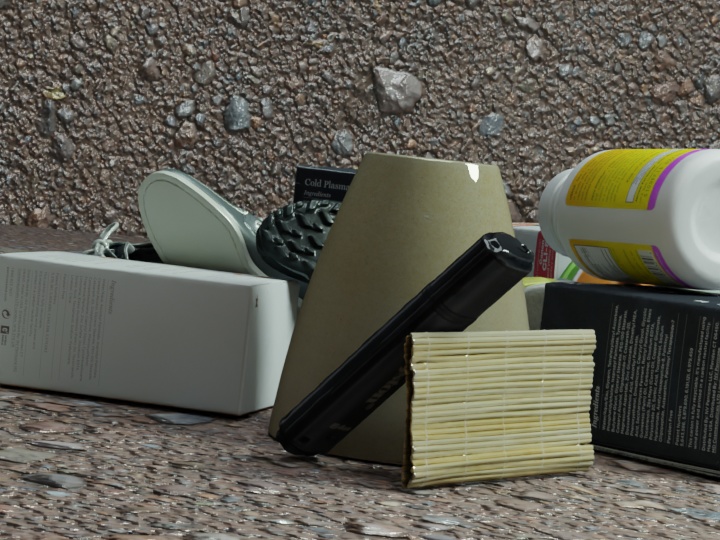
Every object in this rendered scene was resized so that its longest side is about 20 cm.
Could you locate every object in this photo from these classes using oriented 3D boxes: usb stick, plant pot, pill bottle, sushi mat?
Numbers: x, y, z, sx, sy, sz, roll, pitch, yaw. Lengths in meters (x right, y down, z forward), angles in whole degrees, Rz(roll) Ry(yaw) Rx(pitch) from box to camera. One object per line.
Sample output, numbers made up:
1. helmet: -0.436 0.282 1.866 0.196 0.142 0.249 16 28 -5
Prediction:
1. usb stick: 0.027 0.047 1.318 0.033 0.200 0.055 54 19 18
2. plant pot: 0.038 0.022 1.446 0.187 0.200 0.187 5 3 0
3. pill bottle: 0.219 -0.041 1.604 0.104 0.104 0.200 4 1 -28
4. sushi mat: 0.092 0.086 1.338 0.012 0.096 0.200 -2 -2 40

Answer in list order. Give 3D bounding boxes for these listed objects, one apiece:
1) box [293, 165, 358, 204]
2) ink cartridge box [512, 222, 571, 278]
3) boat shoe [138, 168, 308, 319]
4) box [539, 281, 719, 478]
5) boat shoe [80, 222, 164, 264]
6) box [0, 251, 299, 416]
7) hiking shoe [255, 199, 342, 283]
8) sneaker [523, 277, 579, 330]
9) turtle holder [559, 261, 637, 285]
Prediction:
1. box: 0.018 0.005 1.822 0.104 0.182 0.200 7 4 21
2. ink cartridge box: 0.205 0.030 1.995 0.145 0.145 0.200 1 3 -20
3. boat shoe: -0.093 -0.009 1.647 0.200 0.073 0.062 44 33 -11
4. box: 0.267 0.079 1.560 0.200 0.124 0.196 3 3 -44
5. boat shoe: -0.196 0.003 1.679 0.199 0.068 0.074 -4 30 2
6. box: -0.161 0.044 1.571 0.200 0.098 0.124 6 3 14
7. hiking shoe: 0.000 0.000 1.639 0.200 0.074 0.087 10 -30 -30
8. sneaker: 0.101 0.041 1.676 0.200 0.076 0.105 -17 15 21
9. turtle holder: 0.253 0.064 1.836 0.141 0.186 0.132 -29 16 -18
